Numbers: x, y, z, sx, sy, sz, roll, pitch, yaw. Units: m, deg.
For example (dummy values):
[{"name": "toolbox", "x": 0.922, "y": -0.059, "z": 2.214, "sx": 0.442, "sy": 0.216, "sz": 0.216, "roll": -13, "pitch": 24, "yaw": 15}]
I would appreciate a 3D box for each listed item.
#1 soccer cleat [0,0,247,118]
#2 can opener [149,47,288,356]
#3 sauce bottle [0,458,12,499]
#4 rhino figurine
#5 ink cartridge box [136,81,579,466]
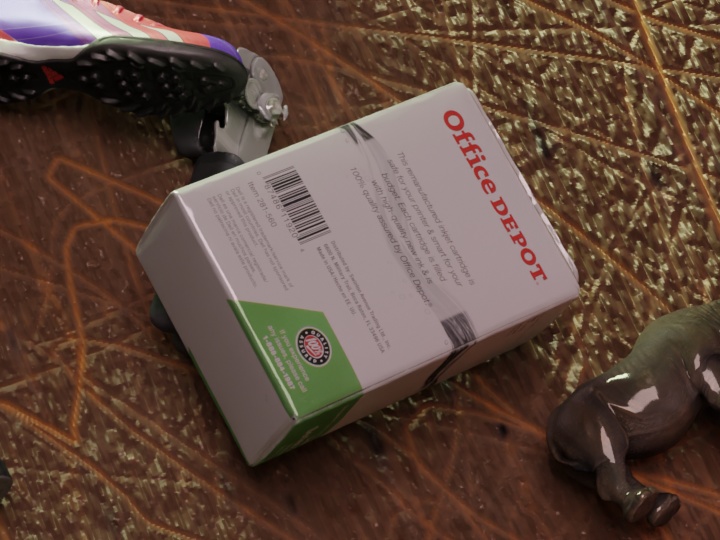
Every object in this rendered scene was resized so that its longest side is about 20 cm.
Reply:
[{"name": "soccer cleat", "x": -0.158, "y": -0.136, "z": 1.617, "sx": 0.199, "sy": 0.068, "sz": 0.073, "roll": 3, "pitch": 58, "yaw": 18}, {"name": "can opener", "x": -0.086, "y": -0.042, "z": 1.608, "sx": 0.066, "sy": 0.053, "sz": 0.201, "roll": -9, "pitch": 54, "yaw": 29}, {"name": "sauce bottle", "x": -0.254, "y": 0.046, "z": 1.529, "sx": 0.066, "sy": 0.066, "sz": 0.200, "roll": -25, "pitch": 69, "yaw": -18}, {"name": "rhino figurine", "x": 0.187, "y": 0.064, "z": 1.561, "sx": 0.200, "sy": 0.060, "sz": 0.087, "roll": -38, "pitch": 60, "yaw": -26}, {"name": "ink cartridge box", "x": 0.000, "y": 0.000, "z": 1.535, "sx": 0.199, "sy": 0.084, "sz": 0.147, "roll": -22, "pitch": 76, "yaw": -29}]
